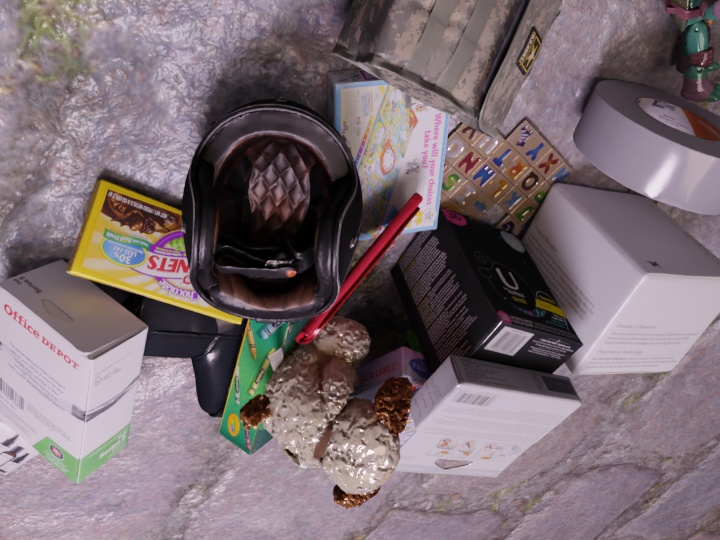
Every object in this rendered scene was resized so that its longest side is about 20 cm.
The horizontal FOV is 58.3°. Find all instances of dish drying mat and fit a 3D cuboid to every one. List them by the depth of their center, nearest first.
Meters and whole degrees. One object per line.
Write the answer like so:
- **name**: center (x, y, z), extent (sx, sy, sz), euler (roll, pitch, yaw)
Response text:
- **dish drying mat**: center (0.000, 0.000, 0.714), extent (0.018, 0.077, 0.200), euler (40, 74, -2)

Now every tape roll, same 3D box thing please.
- **tape roll**: center (0.353, -0.148, 0.749), extent (0.198, 0.201, 0.067), euler (1, 129, -23)

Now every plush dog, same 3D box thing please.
- **plush dog**: center (-0.029, 0.178, 0.743), extent (0.160, 0.171, 0.201), euler (-21, 135, -60)

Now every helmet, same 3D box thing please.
- **helmet**: center (-0.087, -0.065, 0.651), extent (0.198, 0.192, 0.201), euler (1, 151, 1)

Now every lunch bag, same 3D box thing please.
- **lunch bag**: center (0.100, -0.233, 0.611), extent (0.199, 0.118, 0.165), euler (17, 104, -32)

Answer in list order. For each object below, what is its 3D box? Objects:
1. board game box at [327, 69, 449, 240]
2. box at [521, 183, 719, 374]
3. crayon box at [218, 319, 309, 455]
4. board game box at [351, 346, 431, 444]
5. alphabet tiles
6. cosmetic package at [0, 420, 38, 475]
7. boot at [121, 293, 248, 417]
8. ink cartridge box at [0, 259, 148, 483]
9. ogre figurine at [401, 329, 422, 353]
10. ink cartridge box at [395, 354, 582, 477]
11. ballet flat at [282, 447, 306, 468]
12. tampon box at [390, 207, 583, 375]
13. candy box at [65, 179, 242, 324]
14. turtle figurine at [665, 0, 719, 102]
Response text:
- **board game box**: center (0.030, -0.130, 0.741), extent (0.133, 0.034, 0.201), euler (-8, 129, -13)
- **box**: center (0.345, 0.011, 0.879), extent (0.198, 0.200, 0.172), euler (3, 128, -27)
- **crayon box**: center (-0.104, 0.120, 0.827), extent (0.119, 0.058, 0.201), euler (-27, 140, -59)
- **board game box**: center (0.062, 0.180, 0.880), extent (0.199, 0.041, 0.199), euler (26, 141, -33)
- **alphabet tiles**: center (0.169, -0.115, 0.834), extent (0.199, 0.008, 0.167), euler (30, 113, -38)
- **cosmetic package**: center (-0.484, 0.177, 0.788), extent (0.082, 0.051, 0.200), euler (-34, 133, 7)
- **boot**: center (-0.224, 0.096, 0.804), extent (0.167, 0.077, 0.201), euler (8, 118, -32)
- **ink cartridge box**: center (-0.328, 0.113, 0.723), extent (0.084, 0.145, 0.201), euler (-36, 154, -53)
- **ogre figurine**: center (0.079, 0.153, 0.971), extent (0.198, 0.099, 0.120), euler (1, 148, -2)
- **ink cartridge box**: center (0.141, 0.184, 0.784), extent (0.199, 0.044, 0.174), euler (14, 129, -30)
- **ballet flat**: center (-0.073, 0.255, 0.941), extent (0.070, 0.071, 0.200), euler (-4, 168, -19)
- **tampon box**: center (0.153, 0.044, 0.825), extent (0.149, 0.201, 0.127), euler (16, 127, -32)
- **candy box**: center (-0.208, -0.015, 0.716), extent (0.199, 0.026, 0.103), euler (22, 81, -35)
- **turtle figurine**: center (0.390, -0.299, 0.711), extent (0.150, 0.100, 0.201), euler (-53, 146, -32)
